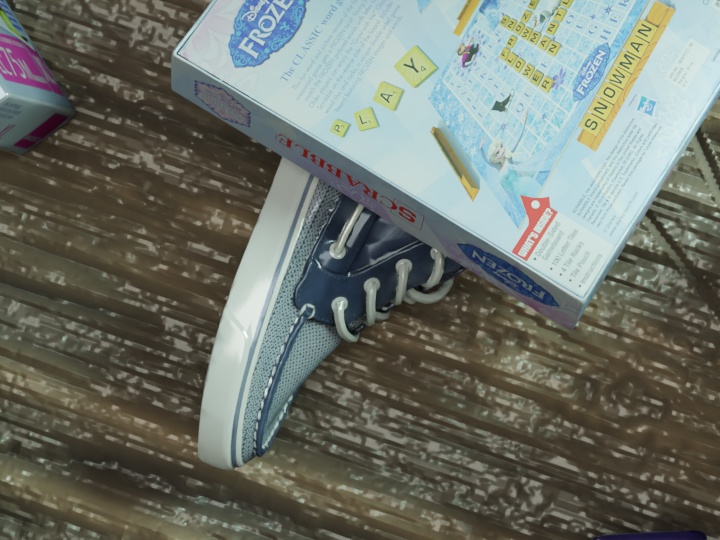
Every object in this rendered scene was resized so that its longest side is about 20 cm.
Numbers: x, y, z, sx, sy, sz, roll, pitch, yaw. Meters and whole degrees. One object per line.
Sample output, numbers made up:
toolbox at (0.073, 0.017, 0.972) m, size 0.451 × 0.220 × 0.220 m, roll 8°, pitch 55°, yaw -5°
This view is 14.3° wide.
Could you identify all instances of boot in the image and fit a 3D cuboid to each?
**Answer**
boot at (0.000, 0.000, 1.228) m, size 0.090 × 0.073 × 0.200 m, roll 19°, pitch 88°, yaw 8°

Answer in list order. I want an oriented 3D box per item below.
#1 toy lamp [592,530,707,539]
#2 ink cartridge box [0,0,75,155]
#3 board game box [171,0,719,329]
toy lamp at (0.193, 0.149, 1.212) m, size 0.200 × 0.058 × 0.058 m, roll 12°, pitch 90°, yaw 7°
ink cartridge box at (-0.201, -0.144, 1.232) m, size 0.042 × 0.119 × 0.200 m, roll -35°, pitch 85°, yaw 6°
board game box at (0.056, -0.109, 1.207) m, size 0.199 × 0.041 × 0.200 m, roll 32°, pitch 70°, yaw 7°
